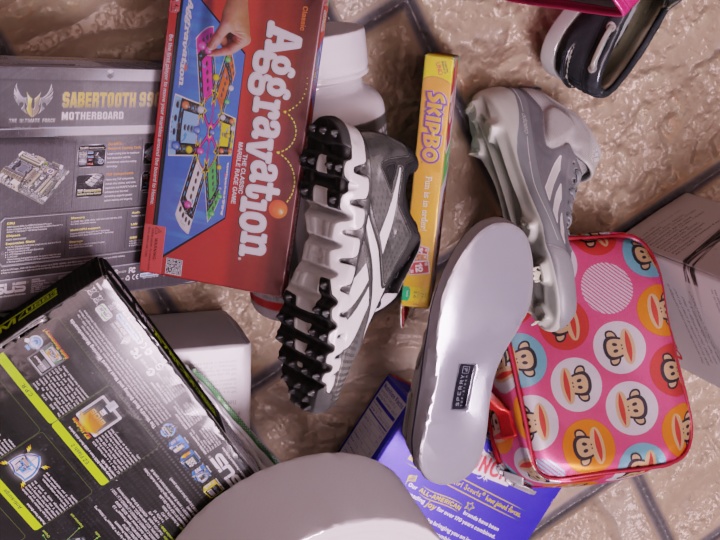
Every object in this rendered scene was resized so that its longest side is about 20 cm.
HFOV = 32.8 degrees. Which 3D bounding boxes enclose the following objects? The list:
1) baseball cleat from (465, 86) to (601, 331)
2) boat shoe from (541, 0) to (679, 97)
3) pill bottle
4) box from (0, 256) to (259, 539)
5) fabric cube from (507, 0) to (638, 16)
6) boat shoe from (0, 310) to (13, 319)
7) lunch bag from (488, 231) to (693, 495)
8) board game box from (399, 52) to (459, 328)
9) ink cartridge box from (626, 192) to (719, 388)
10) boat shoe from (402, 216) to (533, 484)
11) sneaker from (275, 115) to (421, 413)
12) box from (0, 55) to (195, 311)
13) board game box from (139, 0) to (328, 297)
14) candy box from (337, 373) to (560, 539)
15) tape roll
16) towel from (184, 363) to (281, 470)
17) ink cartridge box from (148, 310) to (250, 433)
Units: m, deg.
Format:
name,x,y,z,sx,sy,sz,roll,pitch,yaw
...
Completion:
name,x,y,z,sx,sy,sz,roll,pitch,yaw
baseball cleat,0.149,-0.055,0.938,0.106,0.070,0.200,-9,75,-23
boat shoe,0.223,-0.221,0.941,0.076,0.060,0.200,22,104,-52
pill bottle,-0.034,-0.073,0.884,0.114,0.114,0.201,-11,109,-16
box,-0.193,0.123,0.803,0.193,0.048,0.200,-34,116,-1
fabric cube,0.147,-0.317,0.829,0.199,0.196,0.200,-44,114,-2
boat shoe,-0.259,-0.003,0.854,0.075,0.060,0.201,2,105,-20
lunch bag,0.162,0.072,0.976,0.176,0.082,0.201,-4,78,-19
board game box,0.051,-0.062,0.921,0.030,0.096,0.201,9,101,5
ink cartridge box,0.317,0.031,0.992,0.084,0.200,0.146,-34,114,-10
boat shoe,0.071,0.054,0.905,0.071,0.070,0.201,5,104,-22
sneaker,0.000,0.000,0.816,0.090,0.066,0.201,0,104,-35
box,-0.188,-0.061,0.820,0.200,0.048,0.159,-10,112,-49
board game box,-0.086,-0.088,0.815,0.103,0.019,0.201,10,103,6
candy box,0.045,0.211,1.017,0.169,0.077,0.200,31,96,-24
tape roll,-0.038,0.226,0.857,0.202,0.071,0.203,-16,130,-20
towel,-0.153,0.180,0.871,0.200,0.031,0.149,-39,113,-4
ink cartridge box,-0.161,0.140,0.918,0.146,0.086,0.201,-4,109,-18
